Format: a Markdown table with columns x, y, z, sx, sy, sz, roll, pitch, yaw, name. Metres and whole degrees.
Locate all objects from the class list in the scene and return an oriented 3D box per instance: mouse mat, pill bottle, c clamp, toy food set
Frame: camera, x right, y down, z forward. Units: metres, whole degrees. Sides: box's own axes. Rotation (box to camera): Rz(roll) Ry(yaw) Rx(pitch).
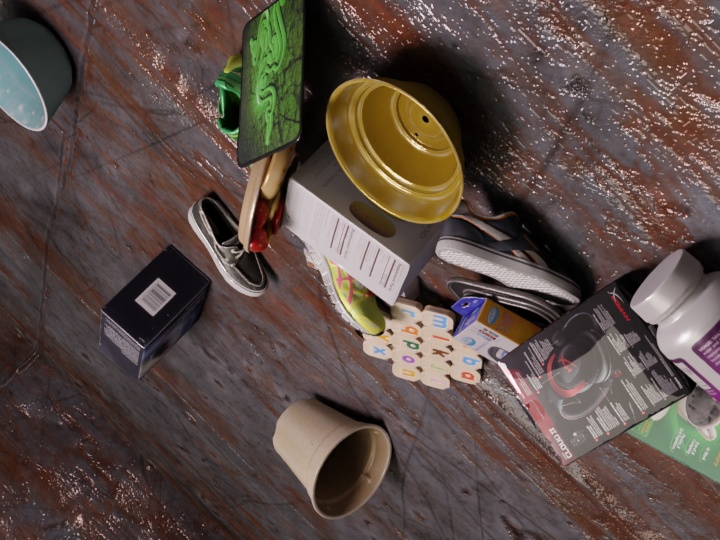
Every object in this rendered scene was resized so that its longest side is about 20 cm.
| x | y | z | sx | sy | sz | roll | pitch | yaw | name |
| --- | --- | --- | --- | --- | --- | --- | --- | --- | --- |
| -0.113 | -0.240 | 1.112 | 0.007 | 0.204 | 0.160 | 9 | 167 | -35 | mouse mat |
| 0.388 | 0.073 | 0.941 | 0.200 | 0.112 | 0.112 | 42 | 149 | 3 | pill bottle |
| 0.199 | 0.055 | 1.192 | 0.198 | 0.027 | 0.171 | 12 | 157 | 44 | c clamp |
| -0.119 | -0.121 | 1.212 | 0.048 | 0.199 | 0.203 | 15 | 116 | -2 | toy food set |

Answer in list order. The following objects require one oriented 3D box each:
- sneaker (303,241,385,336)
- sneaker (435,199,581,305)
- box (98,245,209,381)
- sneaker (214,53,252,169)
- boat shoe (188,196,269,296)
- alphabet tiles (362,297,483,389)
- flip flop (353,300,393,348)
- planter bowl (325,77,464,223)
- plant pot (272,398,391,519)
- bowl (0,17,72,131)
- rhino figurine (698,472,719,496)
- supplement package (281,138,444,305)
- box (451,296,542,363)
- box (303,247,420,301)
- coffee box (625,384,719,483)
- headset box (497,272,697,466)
| x | y | z | sx | sy | sz | roll | pitch | yaw | name |
| --- | --- | --- | --- | --- | --- | --- | --- | --- | --- |
| -0.008 | 0.000 | 1.305 | 0.090 | 0.078 | 0.202 | -32 | 81 | 17 | sneaker |
| 0.192 | -0.024 | 1.096 | 0.197 | 0.081 | 0.078 | 23 | 161 | -15 | sneaker |
| -0.422 | 0.091 | 1.819 | 0.123 | 0.200 | 0.199 | 40 | 150 | 4 | box |
| -0.168 | -0.210 | 1.275 | 0.073 | 0.084 | 0.202 | 21 | 143 | 31 | sneaker |
| -0.226 | -0.040 | 1.559 | 0.201 | 0.071 | 0.063 | 51 | 149 | -9 | boat shoe |
| 0.095 | 0.115 | 1.371 | 0.192 | 0.015 | 0.202 | 14 | 142 | 14 | alphabet tiles |
| 0.010 | 0.078 | 1.436 | 0.200 | 0.058 | 0.081 | 47 | 149 | -8 | flip flop |
| 0.059 | -0.162 | 1.067 | 0.199 | 0.084 | 0.202 | 29 | 146 | 22 | planter bowl |
| -0.070 | 0.351 | 1.757 | 0.183 | 0.200 | 0.202 | 30 | 149 | 42 | plant pot |
| -0.582 | -0.358 | 1.557 | 0.199 | 0.105 | 0.202 | 30 | 147 | 22 | bowl |
| 0.433 | 0.217 | 1.113 | 0.200 | 0.060 | 0.088 | 43 | 146 | 4 | rhino figurine |
| 0.006 | -0.071 | 1.210 | 0.199 | 0.114 | 0.110 | 36 | 149 | 10 | supplement package |
| 0.210 | 0.102 | 1.189 | 0.198 | 0.042 | 0.119 | 27 | 162 | -1 | box |
| 0.000 | 0.000 | 1.374 | 0.198 | 0.041 | 0.039 | 24 | 145 | 31 | box |
| 0.395 | 0.166 | 1.055 | 0.198 | 0.044 | 0.125 | 26 | 110 | 26 | coffee box |
| 0.270 | 0.123 | 1.053 | 0.199 | 0.075 | 0.150 | -40 | 78 | 28 | headset box |
